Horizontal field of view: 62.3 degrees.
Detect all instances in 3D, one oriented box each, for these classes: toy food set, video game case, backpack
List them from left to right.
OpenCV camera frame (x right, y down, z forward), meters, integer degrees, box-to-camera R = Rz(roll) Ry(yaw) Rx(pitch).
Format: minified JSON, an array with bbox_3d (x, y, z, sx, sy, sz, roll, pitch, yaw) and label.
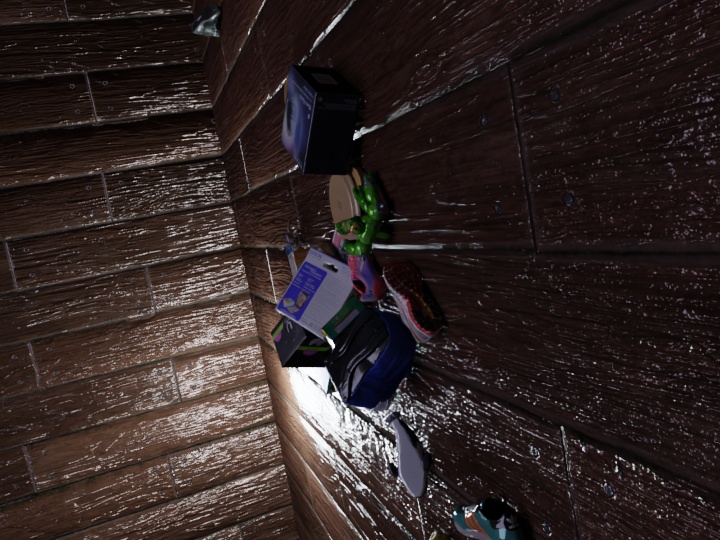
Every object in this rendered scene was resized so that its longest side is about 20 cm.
[{"bbox_3d":[-0.038,-0.012,1.668,0.143,0.017,0.201,109,144,-55],"label":"video game case"},{"bbox_3d":[-0.031,-0.169,1.506,0.198,0.048,0.202,-147,47,-64],"label":"toy food set"},{"bbox_3d":[0.036,0.193,1.377,0.201,0.167,0.163,-58,41,17],"label":"backpack"}]

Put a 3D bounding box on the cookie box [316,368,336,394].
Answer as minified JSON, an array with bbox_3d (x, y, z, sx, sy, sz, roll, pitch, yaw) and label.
[{"bbox_3d":[-0.097,0.275,1.921,0.201,0.075,0.172,102,150,-50],"label":"cookie box"}]

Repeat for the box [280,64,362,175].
[{"bbox_3d":[-0.101,-0.360,1.428,0.200,0.122,0.200,-124,38,-48],"label":"box"}]

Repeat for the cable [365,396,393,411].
[{"bbox_3d":[0.025,0.279,1.590,0.200,0.069,0.202,177,81,-70],"label":"cable"}]

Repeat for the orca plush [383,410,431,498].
[{"bbox_3d":[0.114,0.446,1.442,0.201,0.105,0.071,56,-173,25],"label":"orca plush"}]

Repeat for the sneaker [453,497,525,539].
[{"bbox_3d":[0.237,0.460,1.118,0.200,0.071,0.081,166,96,-66],"label":"sneaker"}]

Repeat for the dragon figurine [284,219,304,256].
[{"bbox_3d":[-0.237,-0.085,2.120,0.100,0.058,0.201,100,150,-47],"label":"dragon figurine"}]

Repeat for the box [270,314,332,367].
[{"bbox_3d":[-0.129,0.189,1.714,0.149,0.199,0.125,-52,49,32],"label":"box"}]

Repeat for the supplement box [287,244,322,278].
[{"bbox_3d":[-0.132,0.031,1.795,0.073,0.125,0.202,150,105,-71],"label":"supplement box"}]

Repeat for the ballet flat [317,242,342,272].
[{"bbox_3d":[-0.095,-0.021,1.685,0.200,0.072,0.068,-127,31,-50],"label":"ballet flat"}]

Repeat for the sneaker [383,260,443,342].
[{"bbox_3d":[0.099,0.065,1.242,0.082,0.077,0.201,102,150,-52],"label":"sneaker"}]

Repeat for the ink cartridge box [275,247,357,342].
[{"bbox_3d":[-0.106,0.061,1.584,0.197,0.201,0.043,27,174,36],"label":"ink cartridge box"}]

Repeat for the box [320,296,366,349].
[{"bbox_3d":[-0.030,0.150,1.493,0.048,0.117,0.200,42,169,18],"label":"box"}]

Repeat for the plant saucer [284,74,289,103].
[{"bbox_3d":[-0.191,-0.500,1.770,0.200,0.035,0.202,168,90,-71],"label":"plant saucer"}]

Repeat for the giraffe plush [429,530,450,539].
[{"bbox_3d":[0.185,0.711,1.317,0.161,0.200,0.174,20,122,33],"label":"giraffe plush"}]

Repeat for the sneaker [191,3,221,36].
[{"bbox_3d":[-0.664,-1.122,2.681,0.199,0.114,0.077,-24,73,42],"label":"sneaker"}]

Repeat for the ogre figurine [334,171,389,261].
[{"bbox_3d":[0.010,-0.112,1.359,0.201,0.098,0.120,-53,35,13],"label":"ogre figurine"}]

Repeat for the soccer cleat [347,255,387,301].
[{"bbox_3d":[0.000,0.000,1.478,0.067,0.076,0.201,99,151,-44],"label":"soccer cleat"}]
